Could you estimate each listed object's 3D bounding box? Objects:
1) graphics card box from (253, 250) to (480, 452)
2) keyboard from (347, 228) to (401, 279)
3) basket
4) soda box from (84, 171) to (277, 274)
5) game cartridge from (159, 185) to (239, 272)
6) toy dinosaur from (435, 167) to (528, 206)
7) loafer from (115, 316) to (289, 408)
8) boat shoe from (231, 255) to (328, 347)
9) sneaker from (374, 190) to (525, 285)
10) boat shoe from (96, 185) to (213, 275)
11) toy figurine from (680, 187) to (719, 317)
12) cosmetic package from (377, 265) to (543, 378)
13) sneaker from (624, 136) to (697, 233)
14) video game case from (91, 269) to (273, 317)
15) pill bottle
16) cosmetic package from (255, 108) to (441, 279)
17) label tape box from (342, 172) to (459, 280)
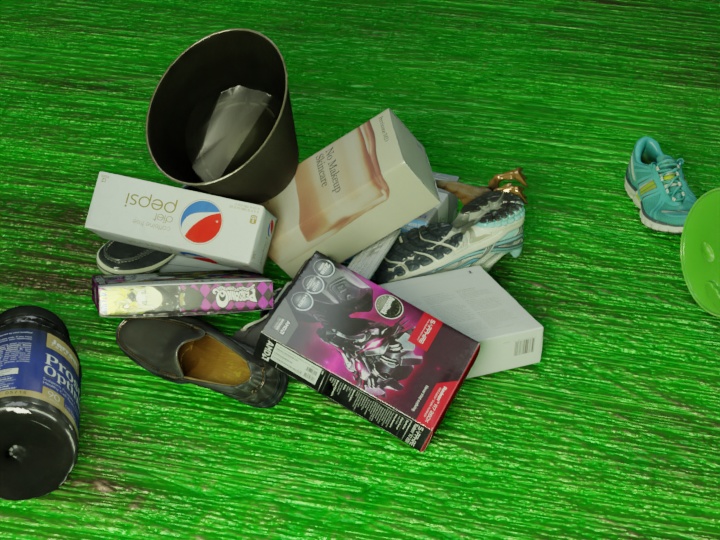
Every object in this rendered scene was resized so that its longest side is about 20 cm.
[{"bbox_3d":[0.008,0.079,1.519,0.200,0.051,0.126,29,54,6],"label":"graphics card box"},{"bbox_3d":[0.000,0.000,1.676,0.056,0.011,0.200,-31,11,24],"label":"keyboard"},{"bbox_3d":[-0.139,-0.150,1.661,0.136,0.181,0.200,31,-7,12],"label":"basket"},{"bbox_3d":[-0.198,-0.053,1.676,0.199,0.068,0.064,12,-8,15],"label":"soda box"},{"bbox_3d":[-0.174,-0.051,1.851,0.133,0.042,0.200,2,29,8],"label":"game cartridge"},{"bbox_3d":[0.146,-0.087,1.831,0.106,0.200,0.061,-27,58,25],"label":"toy dinosaur"},{"bbox_3d":[-0.171,0.083,1.550,0.199,0.073,0.072,14,-9,22],"label":"loafer"},{"bbox_3d":[-0.086,0.038,1.662,0.063,0.073,0.200,13,35,12],"label":"boat shoe"},{"bbox_3d":[0.112,-0.013,1.761,0.200,0.087,0.078,-25,34,-16],"label":"sneaker"},{"bbox_3d":[-0.222,-0.057,1.759,0.200,0.062,0.075,-30,52,-24],"label":"boat shoe"},{"bbox_3d":[0.501,-0.004,1.753,0.184,0.150,0.200,-2,50,-27],"label":"toy figurine"},{"bbox_3d":[0.076,0.064,1.650,0.199,0.052,0.151,-10,33,-21],"label":"cosmetic package"},{"bbox_3d":[0.393,-0.107,1.952,0.077,0.080,0.200,-5,31,-14],"label":"sneaker"},{"bbox_3d":[-0.197,0.023,1.631,0.181,0.036,0.200,-2,3,-11],"label":"video game case"},{"bbox_3d":[-0.326,0.120,1.454,0.111,0.112,0.200,-2,30,-8],"label":"pill bottle"},{"bbox_3d":[-0.019,-0.084,1.747,0.200,0.087,0.104,-31,43,16],"label":"cosmetic package"},{"bbox_3d":[0.026,-0.062,1.857,0.143,0.066,0.200,12,29,16],"label":"label tape box"}]
